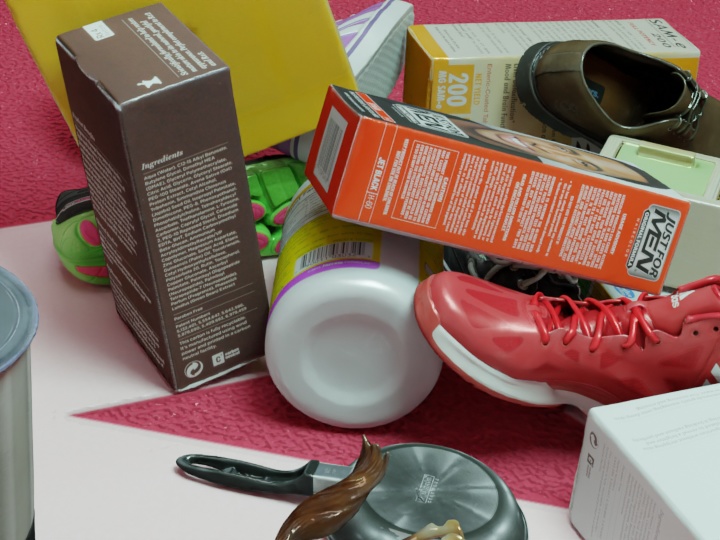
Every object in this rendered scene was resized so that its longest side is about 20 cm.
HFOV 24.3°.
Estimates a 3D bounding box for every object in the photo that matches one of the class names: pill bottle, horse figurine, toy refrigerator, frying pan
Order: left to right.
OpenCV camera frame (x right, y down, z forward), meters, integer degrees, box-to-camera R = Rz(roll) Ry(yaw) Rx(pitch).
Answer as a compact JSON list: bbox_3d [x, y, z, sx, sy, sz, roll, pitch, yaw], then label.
[{"bbox_3d":[-0.005,0.171,0.783,0.132,0.050,0.200,-15,41,0],"label":"horse figurine"},{"bbox_3d":[0.000,0.000,1.025,0.104,0.105,0.200,5,31,0],"label":"pill bottle"},{"bbox_3d":[0.006,0.114,0.915,0.189,0.031,0.115,27,36,27],"label":"frying pan"},{"bbox_3d":[0.242,-0.026,1.055,0.199,0.070,0.076,14,29,15],"label":"toy refrigerator"}]

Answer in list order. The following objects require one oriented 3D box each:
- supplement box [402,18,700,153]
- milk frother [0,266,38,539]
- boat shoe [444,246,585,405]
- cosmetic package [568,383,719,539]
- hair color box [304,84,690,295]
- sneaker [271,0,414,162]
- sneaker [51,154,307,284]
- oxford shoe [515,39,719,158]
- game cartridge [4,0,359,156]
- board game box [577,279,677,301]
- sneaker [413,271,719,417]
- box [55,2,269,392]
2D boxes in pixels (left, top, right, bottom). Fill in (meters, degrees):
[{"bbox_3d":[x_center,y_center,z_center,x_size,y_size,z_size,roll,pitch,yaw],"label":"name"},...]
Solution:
[{"bbox_3d":[0.132,-0.108,1.199,0.199,0.127,0.074,-4,27,-13],"label":"supplement box"},{"bbox_3d":[-0.164,0.121,0.720,0.199,0.189,0.181,8,32,5],"label":"milk frother"},{"bbox_3d":[0.104,0.008,1.060,0.073,0.068,0.200,-6,33,-17],"label":"boat shoe"},{"bbox_3d":[0.202,0.146,0.840,0.112,0.082,0.200,-8,35,-20],"label":"cosmetic package"},{"bbox_3d":[0.076,-0.047,0.962,0.199,0.062,0.102,14,14,-16],"label":"hair color box"},{"bbox_3d":[-0.039,-0.151,1.161,0.114,0.073,0.201,21,33,15],"label":"sneaker"},{"bbox_3d":[-0.111,-0.050,1.117,0.199,0.077,0.084,-9,38,-25],"label":"sneaker"},{"bbox_3d":[0.206,-0.100,1.124,0.199,0.073,0.084,17,-9,-25],"label":"oxford shoe"},{"bbox_3d":[-0.106,-0.146,0.996,0.175,0.201,0.033,-21,41,0],"label":"game cartridge"},{"bbox_3d":[0.231,-0.008,1.133,0.199,0.041,0.153,-5,33,-16],"label":"board game box"},{"bbox_3d":[0.136,0.025,0.925,0.199,0.116,0.079,22,39,-24],"label":"sneaker"},{"bbox_3d":[-0.112,-0.042,0.976,0.075,0.201,0.100,-23,40,-19],"label":"box"}]
